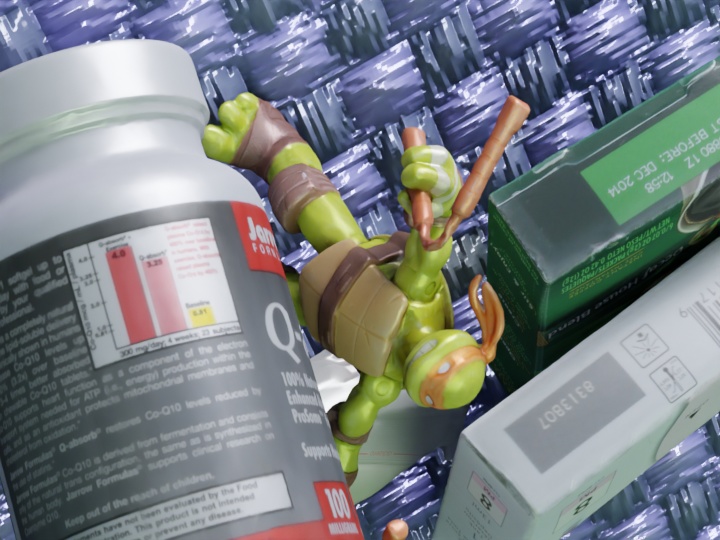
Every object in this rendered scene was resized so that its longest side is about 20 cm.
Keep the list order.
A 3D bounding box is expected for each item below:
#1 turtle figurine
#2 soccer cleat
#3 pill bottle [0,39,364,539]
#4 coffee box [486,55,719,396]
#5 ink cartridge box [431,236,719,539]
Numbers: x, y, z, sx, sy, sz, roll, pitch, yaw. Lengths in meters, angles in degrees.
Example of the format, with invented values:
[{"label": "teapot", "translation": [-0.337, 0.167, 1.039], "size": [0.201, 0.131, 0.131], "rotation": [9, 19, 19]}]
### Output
[{"label": "turtle figurine", "translation": [0.000, 0.000, 0.883], "size": [0.064, 0.161, 0.201], "rotation": [-10, 127, -41]}, {"label": "soccer cleat", "translation": [-0.042, 0.074, 0.966], "size": [0.199, 0.069, 0.078], "rotation": [-17, 126, -20]}, {"label": "pill bottle", "translation": [-0.076, 0.030, 0.836], "size": [0.115, 0.202, 0.116], "rotation": [-16, 168, -4]}, {"label": "coffee box", "translation": [0.108, -0.008, 0.941], "size": [0.122, 0.044, 0.200], "rotation": [-31, 162, -9]}, {"label": "ink cartridge box", "translation": [0.102, 0.068, 0.949], "size": [0.162, 0.057, 0.200], "rotation": [-36, 159, -18]}]
